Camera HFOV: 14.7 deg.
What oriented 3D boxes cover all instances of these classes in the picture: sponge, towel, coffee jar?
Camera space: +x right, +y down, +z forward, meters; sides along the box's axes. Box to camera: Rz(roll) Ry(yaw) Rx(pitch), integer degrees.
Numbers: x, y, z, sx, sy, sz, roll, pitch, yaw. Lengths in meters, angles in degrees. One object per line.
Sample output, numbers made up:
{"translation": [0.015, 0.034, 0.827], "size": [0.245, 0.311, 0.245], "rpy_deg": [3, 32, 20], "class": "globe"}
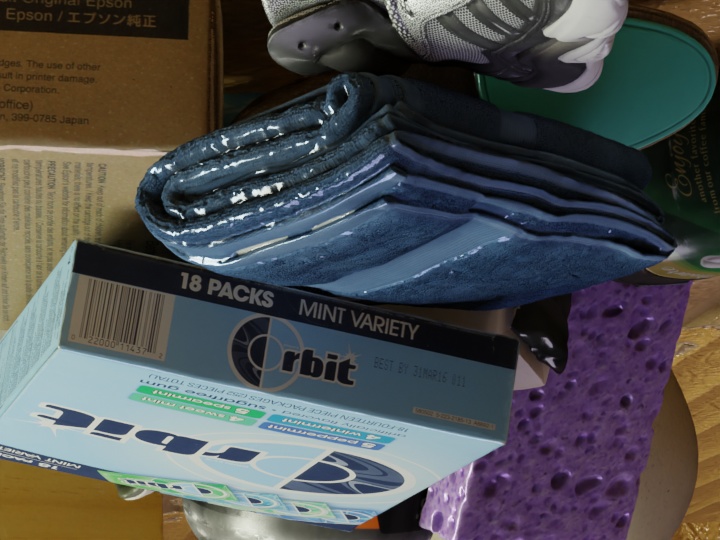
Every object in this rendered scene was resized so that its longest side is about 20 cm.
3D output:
{"translation": [0.098, 0.029, 1.277], "size": [0.111, 0.201, 0.030], "rpy_deg": [3, -165, -37], "class": "sponge"}
{"translation": [0.020, -0.020, 0.972], "size": [0.111, 0.049, 0.200], "rpy_deg": [-20, 164, 31], "class": "towel"}
{"translation": [0.182, -0.048, 1.159], "size": [0.200, 0.086, 0.104], "rpy_deg": [-13, 173, 41], "class": "coffee jar"}

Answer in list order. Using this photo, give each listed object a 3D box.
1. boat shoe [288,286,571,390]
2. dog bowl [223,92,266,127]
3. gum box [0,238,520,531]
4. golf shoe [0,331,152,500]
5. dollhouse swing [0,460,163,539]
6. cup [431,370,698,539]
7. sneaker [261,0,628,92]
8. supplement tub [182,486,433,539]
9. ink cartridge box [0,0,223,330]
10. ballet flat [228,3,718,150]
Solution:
{"translation": [0.000, 0.000, 1.143], "size": [0.199, 0.093, 0.075], "rpy_deg": [-2, 152, 28], "class": "boat shoe"}
{"translation": [-0.014, -0.026, 1.190], "size": [0.199, 0.112, 0.050], "rpy_deg": [-3, -146, -4], "class": "dog bowl"}
{"translation": [-0.052, 0.050, 1.082], "size": [0.169, 0.045, 0.200], "rpy_deg": [13, 163, -14], "class": "gum box"}
{"translation": [-0.161, 0.041, 1.351], "size": [0.199, 0.078, 0.097], "rpy_deg": [26, -145, 11], "class": "golf shoe"}
{"translation": [-0.229, 0.094, 1.481], "size": [0.181, 0.201, 0.176], "rpy_deg": [-12, 167, 38], "class": "dollhouse swing"}
{"translation": [0.083, 0.069, 1.550], "size": [0.199, 0.201, 0.143], "rpy_deg": [-5, 142, 9], "class": "cup"}
{"translation": [0.024, -0.101, 0.867], "size": [0.113, 0.076, 0.200], "rpy_deg": [-1, 168, 0], "class": "sneaker"}
{"translation": [-0.018, 0.059, 1.304], "size": [0.122, 0.201, 0.123], "rpy_deg": [7, -173, -1], "class": "supplement tub"}
{"translation": [-0.138, -0.042, 1.038], "size": [0.164, 0.075, 0.200], "rpy_deg": [2, 159, -6], "class": "ink cartridge box"}
{"translation": [0.035, -0.064, 1.072], "size": [0.199, 0.068, 0.072], "rpy_deg": [-18, -161, -10], "class": "ballet flat"}
